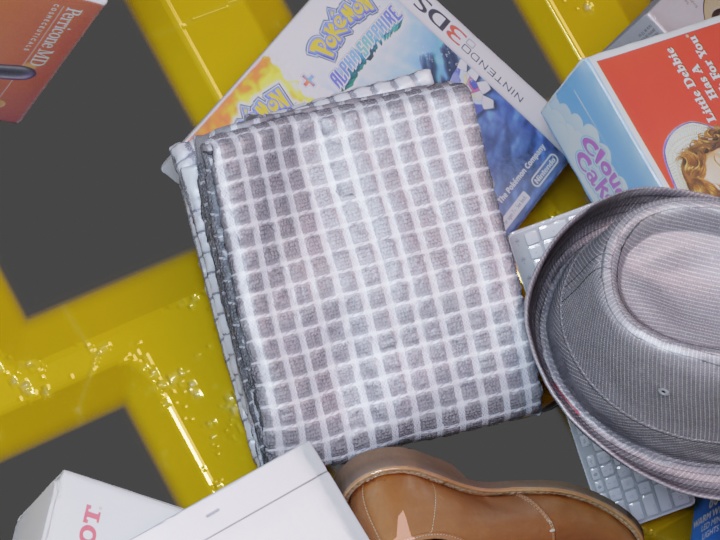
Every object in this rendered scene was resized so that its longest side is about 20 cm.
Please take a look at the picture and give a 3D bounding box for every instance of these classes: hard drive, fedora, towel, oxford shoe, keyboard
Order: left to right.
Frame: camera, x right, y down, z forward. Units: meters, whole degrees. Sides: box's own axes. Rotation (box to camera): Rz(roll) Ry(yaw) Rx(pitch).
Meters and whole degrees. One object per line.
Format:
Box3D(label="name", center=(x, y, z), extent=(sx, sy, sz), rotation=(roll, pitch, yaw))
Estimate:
Box3D(label="hard drive", center=(-0.030, 0.201, 1.352), extent=(0.132, 0.027, 0.200), rotation=(-28, 82, -23))
Box3D(label="towel", center=(0.000, 0.000, 1.488), extent=(0.165, 0.086, 0.201), rotation=(-14, 90, -9))
Box3D(label="oxford shoe", center=(0.076, 0.155, 1.497), extent=(0.200, 0.071, 0.071), rotation=(12, 43, -31))
Box3D(label="keyboard", center=(0.138, 0.057, 1.549), extent=(0.056, 0.011, 0.200), rotation=(-17, 113, 5))
Box3D(label="fedora", center=(0.190, 0.025, 1.443), extent=(0.199, 0.090, 0.177), rotation=(21, 64, -4))

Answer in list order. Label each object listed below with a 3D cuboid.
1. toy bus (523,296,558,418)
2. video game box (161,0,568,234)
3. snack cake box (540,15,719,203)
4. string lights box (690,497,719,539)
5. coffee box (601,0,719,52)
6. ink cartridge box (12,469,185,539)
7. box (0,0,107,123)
Box3D(label="toy bus", center=(0.165, 0.016, 1.614), extent=(0.200, 0.078, 0.065), rotation=(-24, 80, -33))
Box3D(label="video game box", center=(0.011, -0.069, 1.596), extent=(0.182, 0.047, 0.200), rotation=(40, 57, -3))
Box3D(label="snack cake box", center=(0.205, -0.038, 1.571), extent=(0.115, 0.067, 0.200), rotation=(-19, 72, -30))
Box3D(label="string lights box", center=(0.246, 0.181, 1.592), extent=(0.103, 0.059, 0.200), rotation=(20, 61, -17))
Box3D(label="coffee box", center=(0.255, -0.099, 1.710), extent=(0.200, 0.080, 0.113), rotation=(47, 54, 0))
Box3D(label="ink cartridge box", center=(-0.089, 0.207, 1.397), extent=(0.200, 0.084, 0.145), rotation=(20, 61, -16))
Box3D(label="box", center=(-0.248, -0.174, 1.448), extent=(0.199, 0.152, 0.107), rotation=(12, 63, -21))
